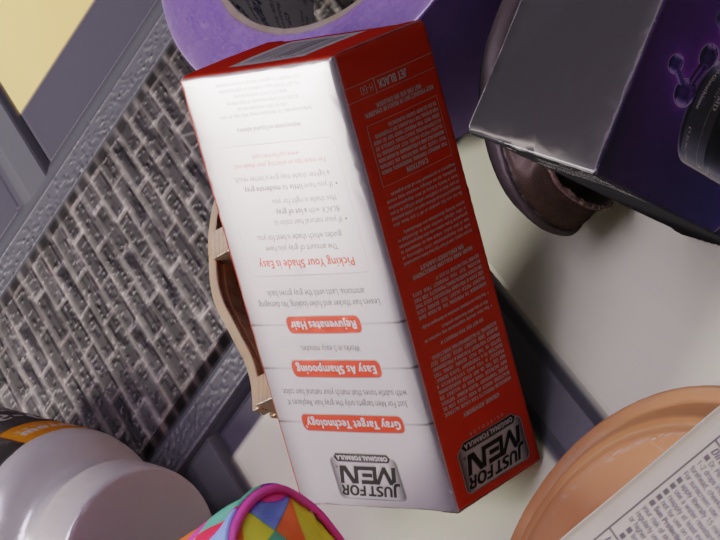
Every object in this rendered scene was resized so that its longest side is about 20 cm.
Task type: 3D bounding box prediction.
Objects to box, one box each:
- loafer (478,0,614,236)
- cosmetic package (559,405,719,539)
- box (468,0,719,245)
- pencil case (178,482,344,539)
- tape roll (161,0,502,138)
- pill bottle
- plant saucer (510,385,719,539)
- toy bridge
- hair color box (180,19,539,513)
[{"bbox_3d":[0.105,-0.115,1.009,0.071,0.073,0.202,-3,73,47],"label":"loafer"},{"bbox_3d":[0.151,0.107,0.819,0.200,0.087,0.104,-40,57,11],"label":"cosmetic package"},{"bbox_3d":[0.147,-0.118,0.916,0.079,0.141,0.201,23,92,46],"label":"box"},{"bbox_3d":[-0.088,0.168,1.007,0.200,0.088,0.089,-36,51,32],"label":"pencil case"},{"bbox_3d":[0.005,-0.159,1.107,0.199,0.085,0.202,-17,61,32],"label":"tape roll"},{"bbox_3d":[-0.169,0.130,1.171,0.199,0.116,0.117,6,79,48],"label":"pill bottle"},{"bbox_3d":[0.124,0.143,0.919,0.200,0.032,0.202,-20,61,41],"label":"plant saucer"},{"bbox_3d":[-0.047,-0.019,1.168,0.067,0.027,0.201,-26,55,38],"label":"toy bridge"},{"bbox_3d":[0.000,0.000,1.010,0.101,0.061,0.202,-2,108,46],"label":"hair color box"}]
